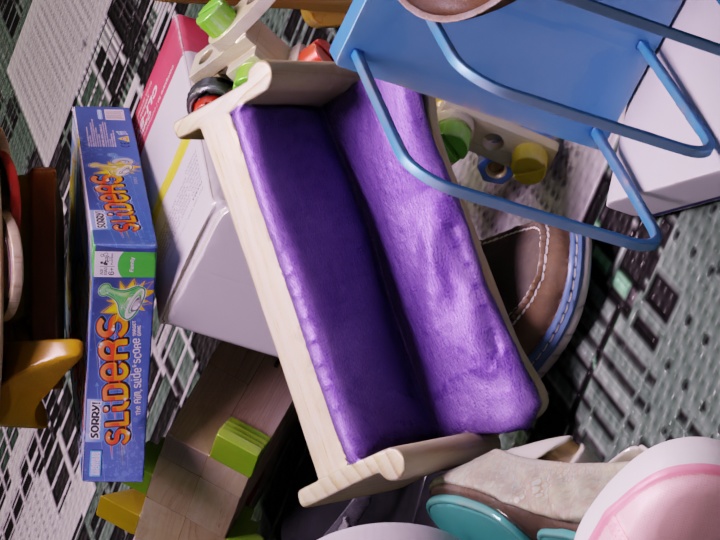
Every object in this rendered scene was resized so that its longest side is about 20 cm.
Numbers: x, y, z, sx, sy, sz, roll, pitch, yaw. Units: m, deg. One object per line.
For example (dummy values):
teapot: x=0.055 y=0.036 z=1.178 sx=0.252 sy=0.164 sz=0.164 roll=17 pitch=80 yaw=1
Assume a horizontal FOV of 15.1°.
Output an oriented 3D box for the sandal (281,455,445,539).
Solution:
sandal: x=-0.005 y=0.121 z=1.402 sx=0.200 sy=0.043 sz=0.077 roll=-26 pitch=50 yaw=63

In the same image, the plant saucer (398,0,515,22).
plant saucer: x=0.065 y=-0.189 z=1.039 sx=0.200 sy=0.032 sz=0.201 roll=-38 pitch=44 yaw=50

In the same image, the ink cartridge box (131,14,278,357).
ink cartridge box: x=-0.040 y=-0.039 z=1.470 sx=0.200 sy=0.144 sz=0.084 roll=-104 pitch=36 yaw=-55

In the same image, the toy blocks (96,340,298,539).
toy blocks: x=-0.068 y=0.086 z=1.526 sx=0.137 sy=0.100 sz=0.200 roll=-60 pitch=-4 yaw=-33

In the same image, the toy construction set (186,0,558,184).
toy construction set: x=-0.007 y=-0.098 z=1.343 sx=0.131 sy=0.200 sz=0.092 roll=-33 pitch=13 yaw=32

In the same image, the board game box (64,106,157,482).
board game box: x=-0.137 y=0.009 z=1.472 sx=0.200 sy=0.034 sz=0.136 roll=-111 pitch=23 yaw=-65

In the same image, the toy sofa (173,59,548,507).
toy sofa: x=0.000 y=0.000 z=1.246 sx=0.097 sy=0.083 sz=0.201 roll=-26 pitch=78 yaw=34

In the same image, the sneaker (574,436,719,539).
sneaker: x=0.109 y=0.165 z=1.035 sx=0.105 sy=0.075 sz=0.201 roll=-101 pitch=29 yaw=-53

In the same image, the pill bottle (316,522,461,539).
pill bottle: x=0.015 y=0.217 z=1.170 sx=0.110 sy=0.109 sz=0.201 roll=-51 pitch=33 yaw=45

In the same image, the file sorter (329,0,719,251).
file sorter: x=0.101 y=-0.128 z=1.123 sx=0.201 sy=0.138 sz=0.123 roll=-63 pitch=27 yaw=24

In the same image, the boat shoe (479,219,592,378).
boat shoe: x=0.041 y=0.025 z=1.316 sx=0.200 sy=0.072 sz=0.073 roll=-41 pitch=37 yaw=54

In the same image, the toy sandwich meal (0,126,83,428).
toy sandwich meal: x=-0.183 y=0.002 z=1.453 sx=0.205 sy=0.070 sz=0.207 roll=179 pitch=90 yaw=-77

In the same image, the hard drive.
hard drive: x=0.166 y=-0.129 z=1.185 sx=0.132 sy=0.025 sz=0.201 roll=-16 pitch=59 yaw=66

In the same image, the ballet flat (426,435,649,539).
ballet flat: x=0.095 y=0.102 z=1.162 sx=0.062 sy=0.067 sz=0.200 roll=-48 pitch=20 yaw=-15

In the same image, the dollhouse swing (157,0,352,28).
dollhouse swing: x=-0.003 y=-0.216 z=1.476 sx=0.200 sy=0.175 sz=0.183 roll=180 pitch=106 yaw=-70
